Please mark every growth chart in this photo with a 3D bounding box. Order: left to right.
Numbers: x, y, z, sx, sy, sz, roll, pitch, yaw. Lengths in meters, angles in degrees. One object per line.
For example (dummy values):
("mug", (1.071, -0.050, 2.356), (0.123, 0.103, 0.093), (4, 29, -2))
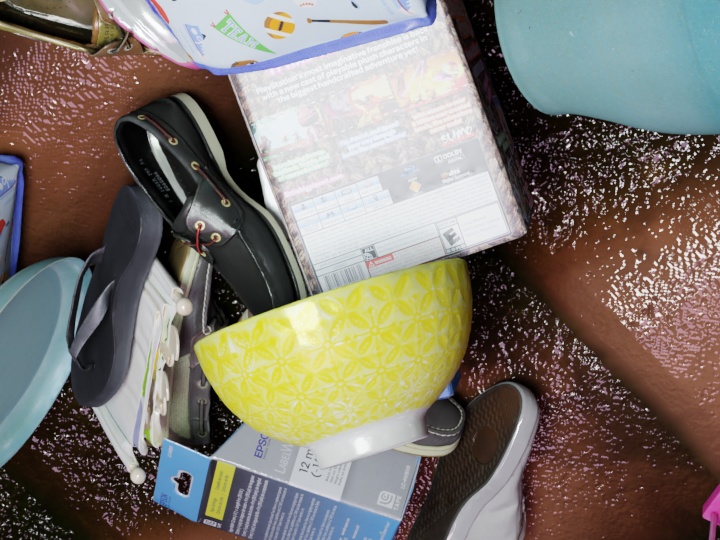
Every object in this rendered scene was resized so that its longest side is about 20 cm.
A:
("growth chart", (-0.177, 0.069, 1.680), (0.018, 0.145, 0.201), (-4, 130, -28))

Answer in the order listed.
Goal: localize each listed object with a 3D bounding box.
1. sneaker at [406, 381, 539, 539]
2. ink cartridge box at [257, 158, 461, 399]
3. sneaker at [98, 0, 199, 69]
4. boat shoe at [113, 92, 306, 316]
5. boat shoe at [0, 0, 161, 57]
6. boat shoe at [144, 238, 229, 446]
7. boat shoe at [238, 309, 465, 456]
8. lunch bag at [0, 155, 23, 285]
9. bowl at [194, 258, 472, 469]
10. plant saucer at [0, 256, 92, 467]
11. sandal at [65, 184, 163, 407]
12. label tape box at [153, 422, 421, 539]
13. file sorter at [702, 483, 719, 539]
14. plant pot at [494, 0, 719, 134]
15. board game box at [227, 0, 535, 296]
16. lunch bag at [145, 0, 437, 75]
("sneaker", (0.107, 0.173, 1.731), (0.084, 0.073, 0.201), (6, 125, -33))
("ink cartridge box", (0.000, 0.000, 1.593), (0.115, 0.067, 0.202), (-9, 98, 12))
("sneaker", (-0.142, -0.234, 1.454), (0.088, 0.081, 0.201), (-29, 83, 19))
("boat shoe", (-0.111, -0.037, 1.566), (0.202, 0.063, 0.074), (56, 142, 13))
("boat shoe", (-0.178, -0.181, 1.540), (0.198, 0.068, 0.073), (8, 124, 7))
("boat shoe", (-0.131, 0.054, 1.696), (0.064, 0.074, 0.201), (6, 125, -11))
("boat shoe", (-0.001, 0.075, 1.672), (0.200, 0.072, 0.066), (30, 130, -3))
("lunch bag", (-0.348, 0.021, 1.645), (0.123, 0.170, 0.202), (17, 125, 16))
("bowl", (-0.006, 0.073, 1.460), (0.199, 0.200, 0.109), (-19, 84, 24))
("plant saucer", (-0.276, 0.074, 1.666), (0.027, 0.200, 0.201), (27, 128, 15))
("sandal", (-0.202, 0.018, 1.660), (0.042, 0.076, 0.201), (-2, 127, -29))
("label tape box", (-0.062, 0.171, 1.727), (0.198, 0.067, 0.144), (20, 151, 1))
("file sorter", (0.366, 0.185, 1.629), (0.138, 0.126, 0.201), (25, 126, -5))
("plant pot", (0.197, -0.178, 1.391), (0.187, 0.201, 0.201), (-5, 124, 35))
("board game box", (0.014, -0.102, 1.482), (0.158, 0.097, 0.202), (-18, 100, 12))
("lunch bag", (-0.065, -0.222, 1.338), (0.198, 0.124, 0.170), (-15, 127, 29))
